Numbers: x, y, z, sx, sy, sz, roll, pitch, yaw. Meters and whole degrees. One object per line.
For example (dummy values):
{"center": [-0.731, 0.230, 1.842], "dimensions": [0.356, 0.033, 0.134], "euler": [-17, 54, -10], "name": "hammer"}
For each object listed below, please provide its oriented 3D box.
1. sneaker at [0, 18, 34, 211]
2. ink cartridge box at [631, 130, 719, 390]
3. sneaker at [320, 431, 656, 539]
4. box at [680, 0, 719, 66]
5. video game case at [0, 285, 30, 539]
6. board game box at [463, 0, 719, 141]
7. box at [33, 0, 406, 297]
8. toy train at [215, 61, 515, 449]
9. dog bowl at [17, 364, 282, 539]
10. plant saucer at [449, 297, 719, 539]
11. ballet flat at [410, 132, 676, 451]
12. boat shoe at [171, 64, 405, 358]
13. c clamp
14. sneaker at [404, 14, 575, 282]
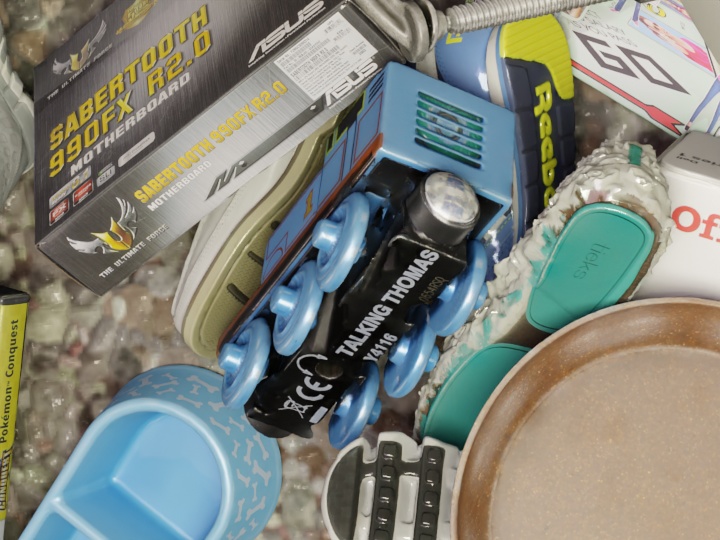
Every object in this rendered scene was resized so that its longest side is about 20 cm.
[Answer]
{"center": [-0.222, -0.076, 1.036], "dimensions": [0.075, 0.200, 0.116], "euler": [4, 59, 23], "name": "sneaker"}
{"center": [0.189, 0.052, 0.971], "dimensions": [0.144, 0.084, 0.201], "euler": [18, 112, 16], "name": "ink cartridge box"}
{"center": [0.081, 0.124, 0.957], "dimensions": [0.199, 0.081, 0.075], "euler": [13, 69, 3], "name": "sneaker"}
{"center": [0.228, -0.181, 0.893], "dimensions": [0.200, 0.128, 0.109], "euler": [-31, 88, 0], "name": "box"}
{"center": [-0.273, 0.082, 1.147], "dimensions": [0.199, 0.025, 0.181], "euler": [13, 101, 31], "name": "video game case"}
{"center": [0.167, -0.136, 1.001], "dimensions": [0.200, 0.029, 0.135], "euler": [33, 106, 12], "name": "board game box"}
{"center": [-0.076, -0.101, 1.021], "dimensions": [0.200, 0.159, 0.048], "euler": [-35, 126, 19], "name": "box"}
{"center": [0.000, 0.000, 0.967], "dimensions": [0.086, 0.115, 0.200], "euler": [22, 139, -16], "name": "toy train"}
{"center": [-0.126, 0.145, 1.119], "dimensions": [0.111, 0.050, 0.200], "euler": [37, 105, 11], "name": "dog bowl"}
{"center": [0.137, 0.113, 0.900], "dimensions": [0.199, 0.034, 0.201], "euler": [0, 82, -3], "name": "plant saucer"}
{"center": [0.087, 0.015, 0.948], "dimensions": [0.072, 0.072, 0.200], "euler": [42, 132, 9], "name": "ballet flat"}
{"center": [-0.042, -0.051, 1.060], "dimensions": [0.068, 0.075, 0.200], "euler": [35, 94, 35], "name": "boat shoe"}
{"center": [0.077, -0.146, 0.947], "dimensions": [0.199, 0.027, 0.171], "euler": [-9, 78, -20], "name": "c clamp"}
{"center": [0.060, -0.034, 1.026], "dimensions": [0.082, 0.074, 0.201], "euler": [7, 106, 33], "name": "sneaker"}
